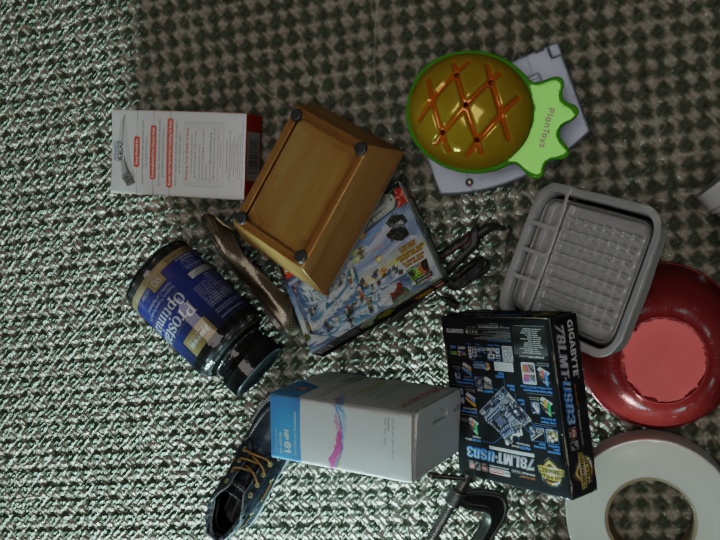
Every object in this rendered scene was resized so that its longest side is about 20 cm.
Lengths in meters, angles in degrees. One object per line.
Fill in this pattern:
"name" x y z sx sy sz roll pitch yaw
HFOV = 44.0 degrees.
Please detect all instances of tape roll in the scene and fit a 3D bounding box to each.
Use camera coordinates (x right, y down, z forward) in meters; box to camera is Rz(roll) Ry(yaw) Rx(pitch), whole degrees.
"tape roll" 0.346 0.293 1.066 0.198 0.037 0.208 3 101 15

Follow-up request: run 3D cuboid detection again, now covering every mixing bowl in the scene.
"mixing bowl" 0.344 0.094 1.024 0.196 0.108 0.205 1 94 16

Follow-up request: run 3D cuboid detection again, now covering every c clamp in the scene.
"c clamp" 0.104 0.329 1.098 0.027 0.168 0.203 42 115 48

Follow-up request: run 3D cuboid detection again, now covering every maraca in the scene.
"maraca" 0.148 -0.178 1.022 0.196 0.107 0.140 14 97 14

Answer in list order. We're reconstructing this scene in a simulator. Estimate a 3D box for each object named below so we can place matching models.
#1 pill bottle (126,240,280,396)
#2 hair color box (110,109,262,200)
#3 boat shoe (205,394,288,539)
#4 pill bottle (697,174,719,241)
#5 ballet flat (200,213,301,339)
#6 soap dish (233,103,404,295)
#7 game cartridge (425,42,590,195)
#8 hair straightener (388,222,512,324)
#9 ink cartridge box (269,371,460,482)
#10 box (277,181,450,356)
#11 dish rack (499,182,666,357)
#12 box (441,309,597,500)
"pill bottle" -0.203 0.065 1.173 0.199 0.112 0.112 42 103 9
"hair color box" -0.233 -0.155 1.189 0.195 0.064 0.114 5 97 14
"boat shoe" -0.141 0.263 1.181 0.070 0.091 0.204 24 100 12
"pill bottle" 0.468 -0.031 0.978 0.108 0.109 0.201 -41 83 14
"ballet flat" -0.140 0.000 1.177 0.046 0.067 0.201 -38 86 0
"soap dish" -0.058 -0.096 1.107 0.156 0.081 0.203 32 94 30
"game cartridge" 0.172 -0.175 1.089 0.197 0.040 0.136 -21 85 16
"hair straightener" 0.113 0.011 1.123 0.198 0.041 0.078 -35 85 11
"ink cartridge box" 0.008 0.185 1.084 0.196 0.144 0.087 2 96 29
"box" 0.000 0.000 1.124 0.198 0.040 0.139 -31 67 18
"dish rack" 0.257 -0.001 1.023 0.199 0.043 0.175 25 95 57
"box" 0.180 0.150 1.046 0.199 0.049 0.203 -4 95 58
